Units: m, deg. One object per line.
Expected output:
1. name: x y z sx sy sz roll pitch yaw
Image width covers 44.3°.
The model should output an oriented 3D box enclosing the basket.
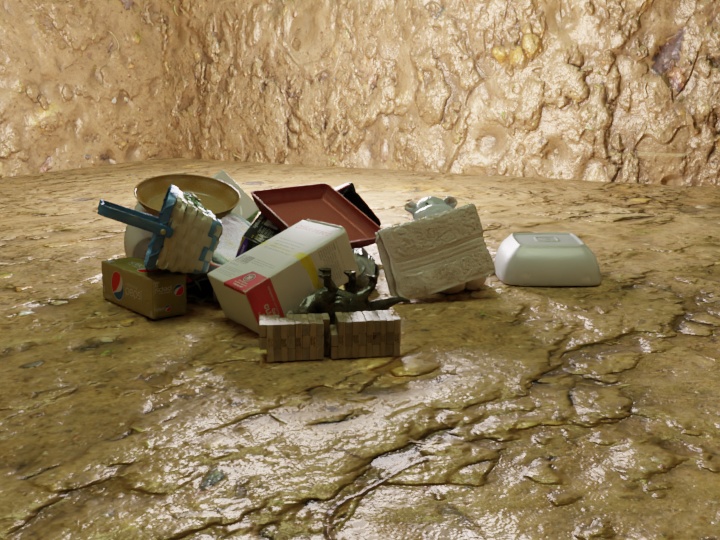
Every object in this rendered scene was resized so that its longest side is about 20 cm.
1. basket: -0.334 -0.074 1.454 0.197 0.142 0.176 14 5 -19

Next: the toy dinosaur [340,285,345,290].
1. toy dinosaur: -0.048 0.027 1.479 0.105 0.061 0.201 -29 43 -3

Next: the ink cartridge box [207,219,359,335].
1. ink cartridge box: -0.121 0.006 1.410 0.198 0.085 0.144 -32 25 -24

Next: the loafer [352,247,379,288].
1. loafer: 0.000 0.000 1.657 0.069 0.070 0.200 36 9 -2

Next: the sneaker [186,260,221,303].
1. sneaker: -0.292 0.016 1.546 0.198 0.078 0.081 8 22 39

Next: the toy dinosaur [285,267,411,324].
1. toy dinosaur: -0.025 0.054 1.342 0.196 0.104 0.077 3 10 -18

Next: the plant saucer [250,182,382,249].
1. plant saucer: -0.080 -0.092 1.652 0.198 0.037 0.200 -12 41 -43

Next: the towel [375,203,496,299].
1. towel: 0.130 -0.031 1.542 0.197 0.135 0.034 -17 -1 -10

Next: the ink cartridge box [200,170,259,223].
1. ink cartridge box: -0.298 -0.100 1.835 0.067 0.117 0.200 -44 -3 -39

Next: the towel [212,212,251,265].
1. towel: -0.227 -0.029 1.649 0.199 0.049 0.171 36 29 16

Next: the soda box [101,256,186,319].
1. soda box: -0.369 0.027 1.499 0.063 0.069 0.198 -9 15 -38

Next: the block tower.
1. block tower: -0.044 0.091 1.241 0.196 0.055 0.058 -1 13 -7

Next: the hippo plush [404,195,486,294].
1. hippo plush: 0.160 -0.055 1.647 0.156 0.164 0.200 0 12 1

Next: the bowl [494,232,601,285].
1. bowl: 0.363 -0.026 1.725 0.196 0.076 0.200 0 14 3

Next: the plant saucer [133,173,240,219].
1. plant saucer: -0.326 -0.129 1.659 0.196 0.036 0.201 7 26 -4

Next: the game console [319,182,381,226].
1. game console: -0.087 -0.099 1.885 0.198 0.120 0.172 -18 9 34

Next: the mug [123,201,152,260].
1. mug: -0.360 -0.054 1.716 0.197 0.150 0.176 15 22 -10

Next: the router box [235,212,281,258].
1. router box: -0.128 -0.052 1.655 0.155 0.053 0.201 26 30 1
